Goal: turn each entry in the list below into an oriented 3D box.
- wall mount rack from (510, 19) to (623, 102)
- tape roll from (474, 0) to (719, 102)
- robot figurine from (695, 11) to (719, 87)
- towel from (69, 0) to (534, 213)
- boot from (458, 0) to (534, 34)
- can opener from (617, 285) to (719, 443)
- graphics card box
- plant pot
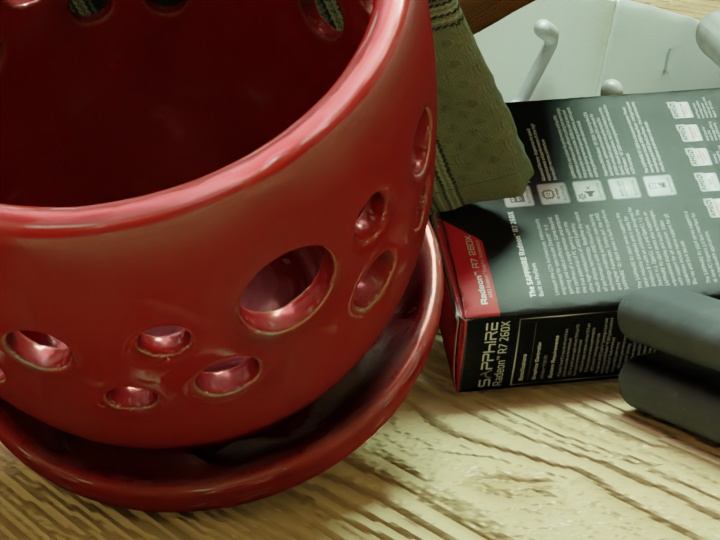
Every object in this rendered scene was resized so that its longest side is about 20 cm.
[{"bbox_3d":[0.093,-0.078,1.159,0.200,0.075,0.174,34,14,25],"label":"wall mount rack"},{"bbox_3d":[0.120,-0.111,1.360,0.202,0.071,0.202,13,0,0],"label":"tape roll"},{"bbox_3d":[0.244,-0.076,1.219,0.169,0.113,0.200,37,9,-9],"label":"robot figurine"},{"bbox_3d":[-0.050,-0.085,0.929,0.192,0.200,0.035,-12,42,16],"label":"towel"},{"bbox_3d":[0.017,-0.131,1.049,0.200,0.069,0.188,-37,20,15],"label":"boot"},{"bbox_3d":[0.136,0.046,0.840,0.067,0.054,0.200,-7,12,-24],"label":"can opener"},{"bbox_3d":[0.124,-0.017,1.004,0.199,0.051,0.126,-6,46,-8],"label":"graphics card box"},{"bbox_3d":[-0.070,-0.029,0.823,0.200,0.183,0.201,-4,49,4],"label":"plant pot"}]
